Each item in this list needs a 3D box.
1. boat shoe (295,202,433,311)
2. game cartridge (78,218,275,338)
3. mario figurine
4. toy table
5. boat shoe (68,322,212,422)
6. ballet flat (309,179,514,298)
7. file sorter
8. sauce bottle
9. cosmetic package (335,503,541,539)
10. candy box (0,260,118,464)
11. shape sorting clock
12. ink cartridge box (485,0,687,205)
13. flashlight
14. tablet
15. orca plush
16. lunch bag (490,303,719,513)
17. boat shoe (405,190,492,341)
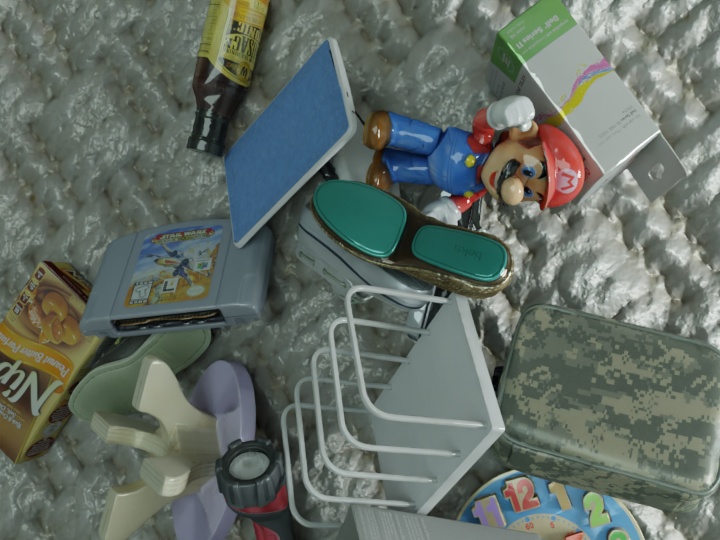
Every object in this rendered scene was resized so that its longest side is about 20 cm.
[{"bbox_3d":[0.000,0.000,0.814,0.200,0.072,0.068,41,120,48],"label":"boat shoe"},{"bbox_3d":[-0.192,0.005,0.865,0.195,0.042,0.135,-7,50,11],"label":"game cartridge"},{"bbox_3d":[0.096,-0.088,0.715,0.195,0.123,0.109,7,78,16],"label":"mario figurine"},{"bbox_3d":[-0.191,0.189,0.833,0.182,0.116,0.205,0,80,49],"label":"toy table"},{"bbox_3d":[-0.243,0.098,0.906,0.199,0.061,0.072,-34,121,16],"label":"boat shoe"},{"bbox_3d":[0.044,-0.022,0.731,0.197,0.065,0.071,26,75,20],"label":"ballet flat"},{"bbox_3d":[0.015,0.129,0.731,0.201,0.122,0.141,120,150,-42],"label":"file sorter"},{"bbox_3d":[-0.146,-0.226,0.883,0.065,0.066,0.205,14,95,14],"label":"sauce bottle"},{"bbox_3d":[0.071,0.286,0.719,0.196,0.091,0.109,15,112,-20],"label":"cosmetic package"},{"bbox_3d":[-0.369,0.105,0.939,0.115,0.055,0.202,38,98,14],"label":"candy box"},{"bbox_3d":[0.183,0.293,0.797,0.195,0.039,0.205,-1,88,16],"label":"shape sorting clock"},{"bbox_3d":[0.203,-0.138,0.755,0.067,0.117,0.202,-34,80,-2],"label":"ink cartridge box"},{"bbox_3d":[-0.097,0.262,0.811,0.066,0.068,0.204,9,124,20],"label":"flashlight"},{"bbox_3d":[-0.077,-0.127,0.825,0.199,0.013,0.132,-40,48,34],"label":"tablet"},{"bbox_3d":[-0.023,-0.109,0.845,0.201,0.104,0.071,53,138,17],"label":"orca plush"},{"bbox_3d":[0.211,0.134,0.730,0.195,0.169,0.142,12,64,13],"label":"lunch bag"},{"bbox_3d":[0.102,-0.019,0.806,0.067,0.073,0.204,18,94,18],"label":"boat shoe"}]
